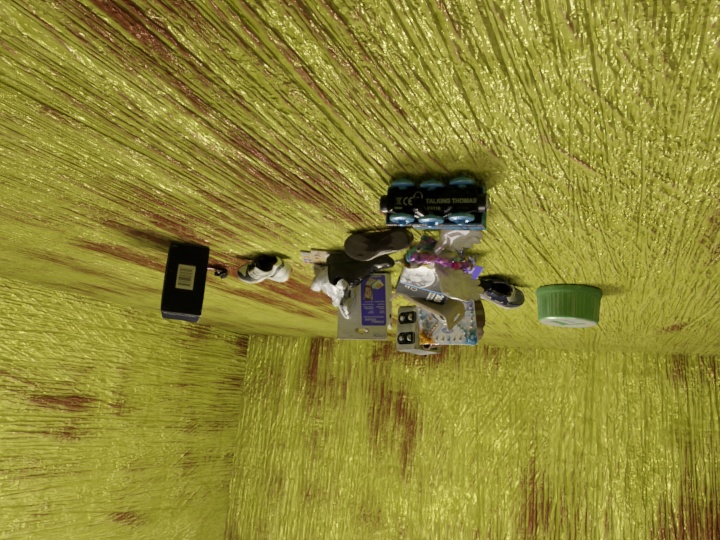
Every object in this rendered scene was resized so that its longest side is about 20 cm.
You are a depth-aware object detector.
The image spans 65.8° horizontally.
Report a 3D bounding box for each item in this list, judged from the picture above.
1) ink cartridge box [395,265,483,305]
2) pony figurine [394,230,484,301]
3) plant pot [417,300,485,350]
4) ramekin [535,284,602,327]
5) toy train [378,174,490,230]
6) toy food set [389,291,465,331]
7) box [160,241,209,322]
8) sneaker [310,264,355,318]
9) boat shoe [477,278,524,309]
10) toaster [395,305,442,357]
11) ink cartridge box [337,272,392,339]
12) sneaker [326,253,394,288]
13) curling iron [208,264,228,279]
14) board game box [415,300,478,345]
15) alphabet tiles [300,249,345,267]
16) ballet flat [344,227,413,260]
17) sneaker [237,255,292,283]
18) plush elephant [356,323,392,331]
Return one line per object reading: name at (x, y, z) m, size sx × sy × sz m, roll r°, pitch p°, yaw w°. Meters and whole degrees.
ink cartridge box at (0.203, 0.026, 1.472) m, size 0.194 × 0.044 × 0.199 m, roll 13°, pitch 153°, yaw 0°
pony figurine at (0.191, -0.024, 1.239) m, size 0.188 × 0.172 × 0.199 m, roll 2°, pitch -176°, yaw 26°
plant pot at (0.315, 0.170, 1.923) m, size 0.192 × 0.207 × 0.200 m, roll 0°, pitch 169°, yaw -11°
ramekin at (0.637, 0.113, 1.708) m, size 0.194 × 0.101 × 0.200 m, roll 6°, pitch 167°, yaw 1°
toy train at (0.133, -0.113, 0.984) m, size 0.194 × 0.089 × 0.114 m, roll 1°, pitch 173°, yaw 19°
toy food set at (0.195, 0.102, 1.613) m, size 0.197 × 0.062 × 0.143 m, roll 25°, pitch -156°, yaw 23°
box at (-0.529, 0.042, 1.673) m, size 0.120 × 0.206 × 0.198 m, roll 8°, pitch 167°, yaw -16°
sneaker at (-0.082, 0.059, 1.699) m, size 0.112 × 0.076 × 0.203 m, roll 9°, pitch 134°, yaw 23°
boat shoe at (0.436, 0.071, 1.664) m, size 0.195 × 0.077 × 0.092 m, roll 12°, pitch 173°, yaw -25°
toaster at (0.249, 0.255, 2.309) m, size 0.197 × 0.186 × 0.117 m, roll 16°, pitch 163°, yaw -37°
ink cartridge box at (0.011, 0.114, 1.753) m, size 0.194 × 0.206 × 0.043 m, roll -3°, pitch 174°, yaw 35°
sneaker at (0.000, 0.000, 1.502) m, size 0.195 × 0.093 × 0.076 m, roll -6°, pitch 160°, yaw 22°
curling iron at (-0.527, -0.012, 1.830) m, size 0.196 × 0.026 × 0.050 m, roll 16°, pitch -158°, yaw -26°
board game box at (0.267, 0.139, 1.766) m, size 0.195 × 0.206 × 0.026 m, roll -3°, pitch -168°, yaw 29°
alphabet tiles at (-0.091, -0.030, 1.616) m, size 0.161 × 0.007 × 0.200 m, roll 5°, pitch 167°, yaw -1°
ballet flat at (0.043, -0.066, 1.301) m, size 0.196 × 0.069 × 0.046 m, roll -10°, pitch -167°, yaw 40°
sneaker at (-0.300, -0.014, 1.671) m, size 0.195 × 0.077 × 0.088 m, roll -5°, pitch 149°, yaw 28°
plush elephant at (0.043, 0.133, 1.939) m, size 0.196 × 0.169 × 0.154 m, roll -20°, pitch -167°, yaw -24°
